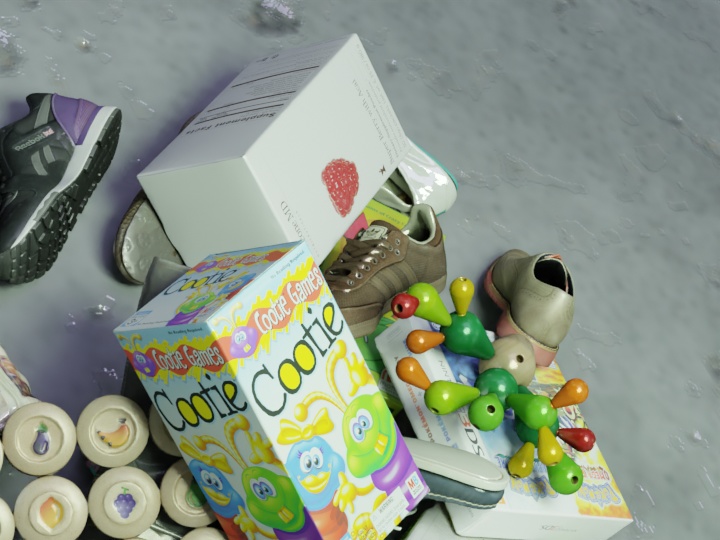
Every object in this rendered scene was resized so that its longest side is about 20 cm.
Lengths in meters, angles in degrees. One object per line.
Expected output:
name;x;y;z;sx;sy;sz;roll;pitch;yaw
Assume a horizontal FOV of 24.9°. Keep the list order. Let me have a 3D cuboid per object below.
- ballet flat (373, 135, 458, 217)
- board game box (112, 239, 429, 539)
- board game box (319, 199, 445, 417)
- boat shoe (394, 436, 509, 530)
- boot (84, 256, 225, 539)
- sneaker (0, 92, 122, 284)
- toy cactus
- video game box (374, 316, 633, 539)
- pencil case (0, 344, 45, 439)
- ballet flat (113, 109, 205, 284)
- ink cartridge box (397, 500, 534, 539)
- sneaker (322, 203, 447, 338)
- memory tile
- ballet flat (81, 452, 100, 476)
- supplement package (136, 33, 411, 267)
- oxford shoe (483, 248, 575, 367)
ballet flat;0.001;-0.118;1.491;0.200;0.069;0.069;43;46;5
board game box;-0.058;0.095;1.090;0.103;0.105;0.200;-41;112;-39
board game box;0.002;0.030;1.379;0.101;0.048;0.200;26;47;-10
boat shoe;0.015;0.154;1.217;0.200;0.062;0.075;11;2;23
boot;-0.100;0.109;1.172;0.182;0.073;0.200;24;76;-25
sneaker;-0.267;-0.068;1.299;0.087;0.076;0.200;19;43;3
toy cactus;0.111;0.076;1.254;0.200;0.102;0.165;40;19;2
video game box;0.118;0.131;1.324;0.200;0.047;0.182;13;47;-48
pencil case;-0.295;0.049;1.164;0.078;0.089;0.200;-18;67;-39
ballet flat;-0.159;-0.063;1.366;0.067;0.046;0.200;53;43;-32
ink cartridge box;0.087;0.251;1.244;0.148;0.076;0.200;41;21;4
sneaker;0.000;0.000;1.297;0.070;0.076;0.200;7;18;32
memory tile;-0.185;0.162;1.106;0.200;0.017;0.154;-8;90;-13
ballet flat;-0.119;0.115;1.238;0.200;0.069;0.071;-28;97;-34
supplement package;-0.067;-0.089;1.354;0.200;0.120;0.121;-53;125;-44
oxford shoe;0.158;0.016;1.422;0.070;0.075;0.200;29;17;-13
